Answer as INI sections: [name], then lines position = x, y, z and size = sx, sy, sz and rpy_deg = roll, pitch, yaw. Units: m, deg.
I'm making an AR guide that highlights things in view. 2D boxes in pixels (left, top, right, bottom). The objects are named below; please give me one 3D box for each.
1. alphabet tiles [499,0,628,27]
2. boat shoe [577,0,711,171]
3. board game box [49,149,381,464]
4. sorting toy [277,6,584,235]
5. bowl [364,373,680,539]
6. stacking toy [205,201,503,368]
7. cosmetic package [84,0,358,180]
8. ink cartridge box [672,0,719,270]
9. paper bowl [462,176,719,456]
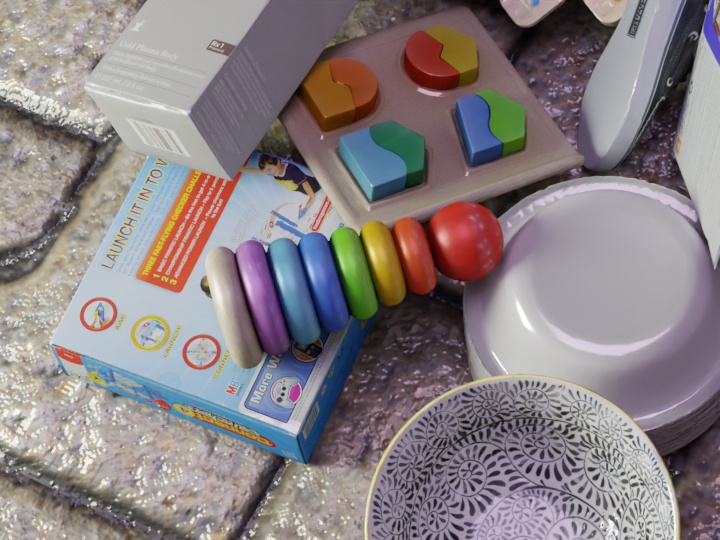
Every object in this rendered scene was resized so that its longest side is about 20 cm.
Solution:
[alphabet tiles]
position = 0.167, -0.281, 1.502
size = 0.195, 0.015, 0.200
rpy_deg = -39, 67, 6
[boat shoe]
position = 0.218, -0.161, 1.444
size = 0.056, 0.201, 0.069
rpy_deg = 12, 20, -23
[board game box]
position = -0.090, 0.013, 1.430
size = 0.195, 0.056, 0.200
rpy_deg = 19, 66, 15
[sorting toy]
position = 0.040, -0.117, 1.456
size = 0.185, 0.037, 0.200
rpy_deg = -20, 51, -19
[bowl]
position = 0.108, 0.176, 1.297
size = 0.200, 0.094, 0.202
rpy_deg = -3, 72, 8
[stacking toy]
position = 0.000, 0.000, 1.342
size = 0.199, 0.085, 0.086
rpy_deg = -16, 62, 0
[cosmetic package]
position = -0.094, -0.173, 1.441
size = 0.107, 0.090, 0.200
rpy_deg = 16, 65, 33
[ink cartridge box]
position = 0.263, -0.126, 1.335
size = 0.043, 0.199, 0.200
rpy_deg = 9, 27, -4
[paper bowl]
position = 0.170, 0.025, 1.372
size = 0.200, 0.104, 0.201
rpy_deg = -3, 61, 5
